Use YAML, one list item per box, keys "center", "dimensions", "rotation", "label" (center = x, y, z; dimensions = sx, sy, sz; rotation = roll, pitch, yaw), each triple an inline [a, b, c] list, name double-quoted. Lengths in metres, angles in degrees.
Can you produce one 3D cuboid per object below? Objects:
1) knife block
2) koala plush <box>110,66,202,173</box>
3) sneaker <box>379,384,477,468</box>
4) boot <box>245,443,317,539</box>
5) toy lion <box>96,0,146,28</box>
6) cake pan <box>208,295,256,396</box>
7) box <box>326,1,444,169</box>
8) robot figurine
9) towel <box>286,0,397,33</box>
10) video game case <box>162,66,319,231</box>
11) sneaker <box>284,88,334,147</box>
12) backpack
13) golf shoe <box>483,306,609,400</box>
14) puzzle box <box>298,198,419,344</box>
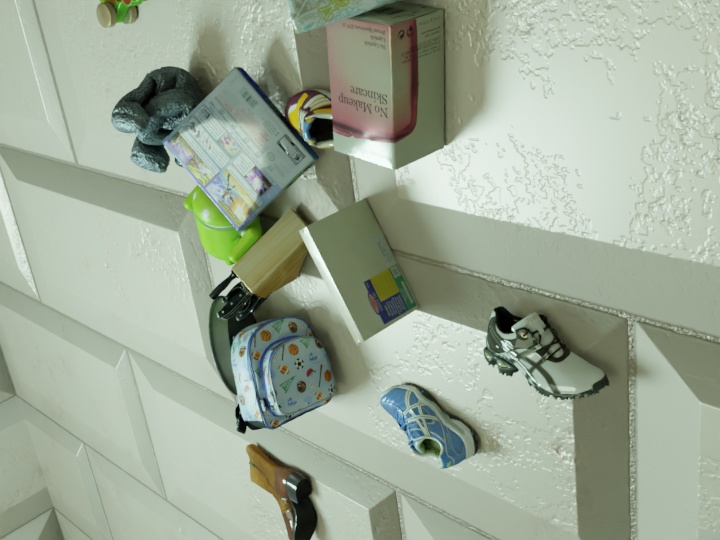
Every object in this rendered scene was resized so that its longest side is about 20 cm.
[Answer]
- center: [-0.183, 0.000, 1.619]
  dimensions: [0.064, 0.175, 0.201]
  rotation: [46, 140, 16]
  label: "knife block"
- center: [-0.305, -0.255, 1.636]
  dimensions: [0.199, 0.184, 0.178]
  rotation: [30, 161, 18]
  label: "koala plush"
- center: [0.101, 0.258, 1.525]
  dimensions: [0.199, 0.077, 0.076]
  rotation: [28, 133, 39]
  label: "sneaker"
- center: [-0.189, 0.504, 2.025]
  dimensions: [0.199, 0.068, 0.190]
  rotation: [18, 125, 44]
  label: "boot"
- center: [-0.460, -0.570, 1.701]
  dimensions: [0.201, 0.068, 0.192]
  rotation: [53, 135, 13]
  label: "toy lion"
- center: [-0.240, 0.144, 1.786]
  dimensions: [0.036, 0.200, 0.202]
  rotation: [-13, 104, 14]
  label: "cake pan"
- center: [0.035, -0.260, 1.258]
  dimensions: [0.127, 0.109, 0.202]
  rotation: [22, 127, 39]
  label: "box"
- center: [-0.242, -0.097, 1.657]
  dimensions: [0.176, 0.115, 0.201]
  rotation: [49, 159, 27]
  label: "robot figurine"
- center: [-0.032, -0.427, 1.185]
  dimensions: [0.048, 0.170, 0.202]
  rotation: [22, -129, -82]
  label: "towel"
- center: [-0.199, -0.201, 1.516]
  dimensions: [0.181, 0.045, 0.200]
  rotation: [-41, 90, 14]
  label: "video game case"
- center: [-0.069, -0.234, 1.412]
  dimensions: [0.199, 0.090, 0.076]
  rotation: [14, 123, 45]
  label: "sneaker"
- center: [-0.149, 0.183, 1.694]
  dimensions: [0.153, 0.199, 0.192]
  rotation: [-23, 87, 47]
  label: "backpack"
- center: [0.250, 0.111, 1.259]
  dimensions: [0.199, 0.077, 0.095]
  rotation: [18, 125, 41]
  label: "golf shoe"
- center: [0.000, 0.000, 1.440]
  dimensions: [0.025, 0.132, 0.201]
  rotation: [-25, 92, 53]
  label: "puzzle box"
